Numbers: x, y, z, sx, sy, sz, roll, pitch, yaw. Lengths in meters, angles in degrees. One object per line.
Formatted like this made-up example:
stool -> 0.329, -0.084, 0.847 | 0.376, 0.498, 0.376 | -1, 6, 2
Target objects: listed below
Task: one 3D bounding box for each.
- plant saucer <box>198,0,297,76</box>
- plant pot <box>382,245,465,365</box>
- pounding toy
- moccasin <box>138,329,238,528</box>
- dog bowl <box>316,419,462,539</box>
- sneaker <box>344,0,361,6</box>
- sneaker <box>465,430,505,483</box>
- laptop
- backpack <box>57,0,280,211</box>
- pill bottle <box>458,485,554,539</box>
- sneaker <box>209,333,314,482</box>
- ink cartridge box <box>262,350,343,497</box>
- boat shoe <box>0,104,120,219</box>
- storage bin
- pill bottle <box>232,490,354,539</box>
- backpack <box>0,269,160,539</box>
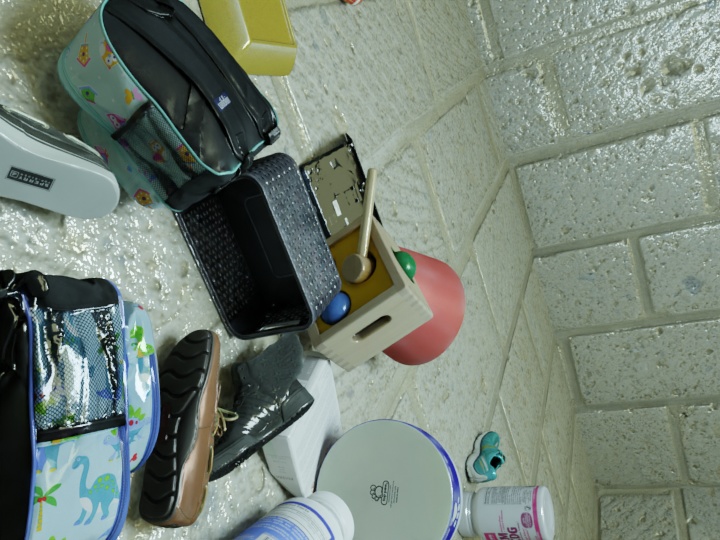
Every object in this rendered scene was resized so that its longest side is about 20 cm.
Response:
plant saucer -> -0.166, -0.404, 0.917 | 0.200, 0.048, 0.203 | -33, 109, -62
plant pot -> 0.056, 0.045, 1.050 | 0.177, 0.199, 0.203 | 28, 55, -45
pounding toy -> 0.000, 0.000, 0.885 | 0.142, 0.199, 0.185 | 43, 17, -49
moccasin -> -0.179, 0.164, 0.648 | 0.078, 0.073, 0.204 | 47, 37, -60
dog bowl -> 0.040, 0.314, 0.850 | 0.079, 0.197, 0.203 | 49, 38, -63
sneaker -> -0.020, -0.660, 1.284 | 0.077, 0.072, 0.203 | 27, 53, -45
sneaker -> 0.326, 0.471, 1.519 | 0.200, 0.079, 0.079 | -36, 112, -62
laptop -> -0.034, -0.142, 1.120 | 0.199, 0.103, 0.179 | -35, 113, -34
backpack -> -0.204, -0.179, 0.631 | 0.201, 0.152, 0.176 | 57, 34, -21
pill bottle -> 0.318, 0.540, 1.342 | 0.113, 0.198, 0.115 | 34, 51, -54
sneaker -> -0.135, 0.160, 0.745 | 0.199, 0.060, 0.104 | -31, 72, -35
ink cartridge box -> -0.075, 0.244, 0.872 | 0.162, 0.049, 0.202 | -63, 153, -52
boat shoe -> -0.306, -0.105, 0.518 | 0.199, 0.071, 0.064 | 27, 23, -48
storage bin -> -0.124, -0.028, 0.756 | 0.094, 0.134, 0.202 | -48, 122, -57
pill bottle -> -0.087, 0.341, 0.715 | 0.199, 0.111, 0.114 | -9, 88, -64
backpack -> -0.237, 0.109, 0.433 | 0.146, 0.181, 0.203 | 7, 79, -61
